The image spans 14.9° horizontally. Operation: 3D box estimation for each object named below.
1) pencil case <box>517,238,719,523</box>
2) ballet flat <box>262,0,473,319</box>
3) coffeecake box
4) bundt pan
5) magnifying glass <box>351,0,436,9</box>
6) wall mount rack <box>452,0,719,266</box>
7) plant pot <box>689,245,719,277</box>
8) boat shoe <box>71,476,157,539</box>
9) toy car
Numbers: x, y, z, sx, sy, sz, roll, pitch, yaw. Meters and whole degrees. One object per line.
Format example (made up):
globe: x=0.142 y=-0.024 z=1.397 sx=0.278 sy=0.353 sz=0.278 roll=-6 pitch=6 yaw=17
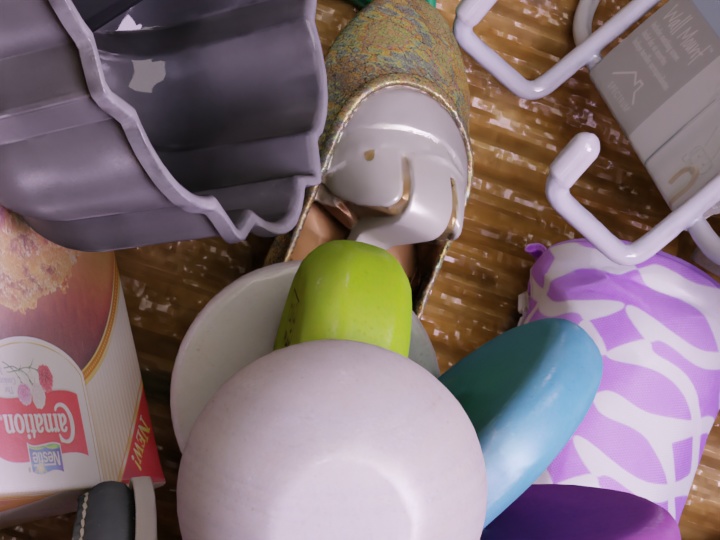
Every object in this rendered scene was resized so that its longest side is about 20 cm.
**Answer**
pencil case: x=0.062 y=0.082 z=0.925 sx=0.085 sy=0.084 sz=0.201 roll=15 pitch=67 yaw=20
ballet flat: x=0.000 y=0.000 z=0.914 sx=0.070 sy=0.071 sz=0.201 roll=25 pitch=78 yaw=-13
coffeecake box: x=-0.143 y=-0.022 z=0.830 sx=0.073 sy=0.153 sz=0.201 roll=-16 pitch=82 yaw=22
bundt pan: x=-0.085 y=-0.097 z=0.819 sx=0.075 sy=0.202 sz=0.203 roll=-16 pitch=81 yaw=21
magnifying glass: x=0.009 y=-0.117 z=0.984 sx=0.079 sy=0.022 sz=0.201 roll=30 pitch=71 yaw=-12
wall mount rack: x=0.121 y=-0.098 z=0.914 sx=0.174 sy=0.200 sz=0.075 roll=-41 pitch=124 yaw=12
plant pot: x=0.242 y=-0.033 z=0.920 sx=0.200 sy=0.200 sz=0.184 roll=30 pitch=94 yaw=-12
boat shoe: x=-0.096 y=0.143 z=0.774 sx=0.061 sy=0.073 sz=0.201 roll=9 pitch=57 yaw=0
toy car: x=0.017 y=0.093 z=0.790 sx=0.149 sy=0.175 sz=0.202 roll=4 pitch=99 yaw=-5
